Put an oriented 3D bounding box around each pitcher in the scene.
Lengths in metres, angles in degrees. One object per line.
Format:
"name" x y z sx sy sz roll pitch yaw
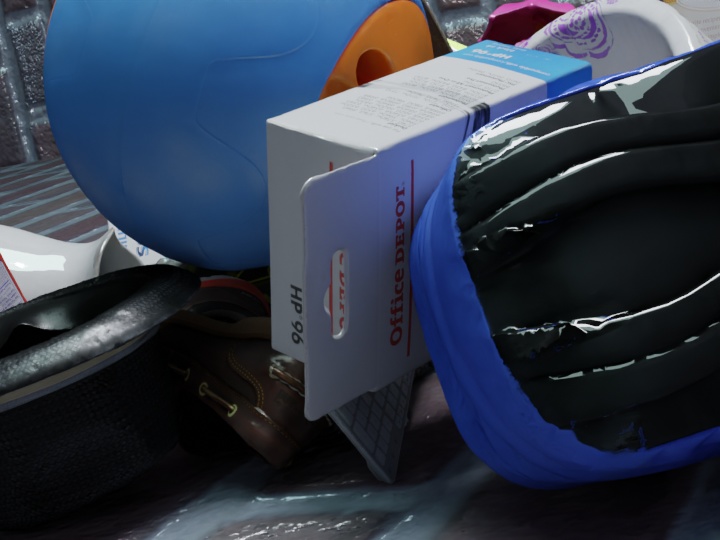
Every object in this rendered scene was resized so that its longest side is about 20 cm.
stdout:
"pitcher" -0.243 0.029 1.133 0.199 0.122 0.172 -6 -16 14

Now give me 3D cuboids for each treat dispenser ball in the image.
"treat dispenser ball" -0.061 -0.100 0.804 0.200 0.201 0.201 -12 10 2

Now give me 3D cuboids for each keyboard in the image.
"keyboard" 0.011 0.028 0.792 0.011 0.056 0.200 -24 24 20

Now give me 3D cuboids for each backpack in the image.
"backpack" 0.123 0.009 0.646 0.200 0.163 0.168 -18 -16 -18

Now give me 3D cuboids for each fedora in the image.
"fedora" -0.159 0.070 0.789 0.200 0.092 0.201 -21 12 4

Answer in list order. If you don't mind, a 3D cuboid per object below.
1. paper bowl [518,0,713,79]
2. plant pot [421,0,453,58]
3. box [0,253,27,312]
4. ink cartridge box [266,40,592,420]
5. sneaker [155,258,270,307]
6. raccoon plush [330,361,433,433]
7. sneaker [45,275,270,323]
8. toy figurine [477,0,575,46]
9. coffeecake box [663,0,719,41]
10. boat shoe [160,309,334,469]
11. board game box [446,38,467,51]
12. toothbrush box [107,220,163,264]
"paper bowl" 0.139 -0.044 0.881 0.104 0.201 0.200 30 -16 -33
"plant pot" -0.060 -0.121 0.980 0.200 0.187 0.187 -32 11 -1
"box" -0.284 0.056 0.877 0.095 0.100 0.200 -7 30 33
"ink cartridge box" 0.021 -0.025 0.718 0.068 0.116 0.200 20 31 37
"sneaker" -0.068 0.005 1.077 0.200 0.075 0.085 -38 59 -12
"raccoon plush" 0.000 0.000 0.876 0.097 0.134 0.200 -11 12 -16
"sneaker" -0.148 0.051 0.976 0.200 0.077 0.082 -16 19 -11
"toy figurine" 0.141 -0.121 1.236 0.150 0.185 0.200 -9 11 20
"coffeecake box" 0.285 -0.117 0.988 0.153 0.201 0.073 -8 11 25
"boat shoe" -0.075 0.064 0.826 0.070 0.070 0.200 -59 20 -16
"board game box" 0.001 -0.084 1.073 0.134 0.045 0.200 24 60 15
"toothbrush box" -0.104 -0.064 1.287 0.199 0.147 0.085 -12 -26 4
